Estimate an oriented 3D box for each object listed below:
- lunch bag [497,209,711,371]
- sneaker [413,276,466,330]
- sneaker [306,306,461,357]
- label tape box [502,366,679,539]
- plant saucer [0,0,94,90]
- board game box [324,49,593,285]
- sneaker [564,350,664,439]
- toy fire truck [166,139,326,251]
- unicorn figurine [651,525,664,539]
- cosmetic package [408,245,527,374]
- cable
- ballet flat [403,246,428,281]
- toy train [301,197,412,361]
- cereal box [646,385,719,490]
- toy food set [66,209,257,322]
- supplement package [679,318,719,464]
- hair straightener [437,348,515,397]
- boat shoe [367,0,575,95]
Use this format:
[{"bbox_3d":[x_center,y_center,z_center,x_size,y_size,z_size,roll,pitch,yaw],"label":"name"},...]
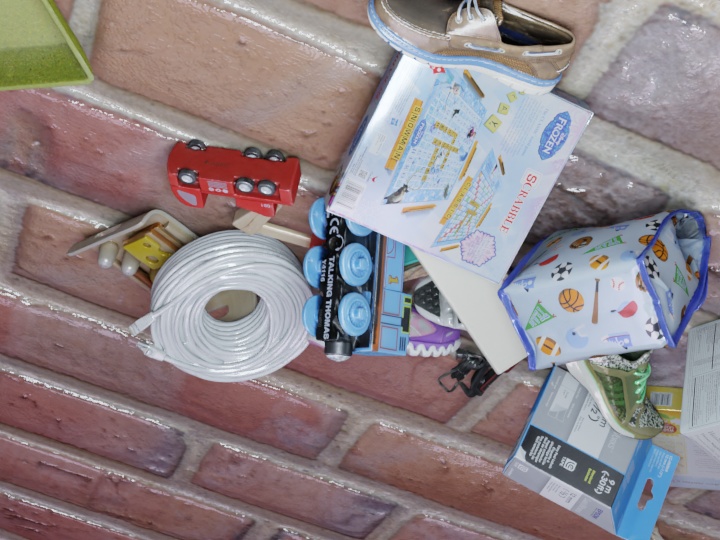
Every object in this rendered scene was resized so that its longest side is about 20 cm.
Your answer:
[{"bbox_3d":[0.261,0.009,1.521,0.168,0.200,0.125,-12,111,30],"label":"lunch bag"},{"bbox_3d":[0.159,0.044,1.704,0.197,0.076,0.081,3,160,-2],"label":"sneaker"},{"bbox_3d":[0.034,0.055,1.763,0.198,0.090,0.080,6,-179,-25],"label":"sneaker"},{"bbox_3d":[0.295,0.230,1.826,0.198,0.144,0.066,27,149,6],"label":"label tape box"},{"bbox_3d":[-0.383,-0.264,1.466,0.198,0.048,0.200,-1,143,20],"label":"plant saucer"},{"bbox_3d":[0.094,-0.112,1.443,0.198,0.041,0.201,23,110,-14],"label":"board game box"},{"bbox_3d":[0.318,0.126,1.759,0.088,0.077,0.200,-26,122,32],"label":"sneaker"},{"bbox_3d":[-0.112,-0.074,1.649,0.197,0.049,0.142,8,147,8],"label":"toy fire truck"},{"bbox_3d":[0.458,0.433,2.133,0.137,0.200,0.074,43,149,3],"label":"unicorn figurine"},{"bbox_3d":[0.115,-0.001,1.571,0.073,0.104,0.201,-33,114,8],"label":"cosmetic package"},{"bbox_3d":[-0.152,0.046,1.756,0.199,0.070,0.200,34,112,-32],"label":"cable"},{"bbox_3d":[0.038,-0.007,1.687,0.198,0.069,0.067,-10,159,32],"label":"ballet flat"},{"bbox_3d":[0.000,0.000,1.601,0.086,0.203,0.114,-4,169,45],"label":"toy train"},{"bbox_3d":[0.440,0.220,1.897,0.142,0.040,0.201,3,145,16],"label":"cereal box"},{"bbox_3d":[-0.241,0.010,1.802,0.143,0.061,0.200,-19,135,38],"label":"toy food set"},{"bbox_3d":[0.502,0.145,1.675,0.191,0.148,0.199,36,141,-30],"label":"supplement package"},{"bbox_3d":[0.149,0.107,1.843,0.076,0.041,0.200,21,149,-12],"label":"hair straightener"},{"bbox_3d":[0.105,-0.227,1.350,0.198,0.073,0.073,13,142,-19],"label":"boat shoe"}]
